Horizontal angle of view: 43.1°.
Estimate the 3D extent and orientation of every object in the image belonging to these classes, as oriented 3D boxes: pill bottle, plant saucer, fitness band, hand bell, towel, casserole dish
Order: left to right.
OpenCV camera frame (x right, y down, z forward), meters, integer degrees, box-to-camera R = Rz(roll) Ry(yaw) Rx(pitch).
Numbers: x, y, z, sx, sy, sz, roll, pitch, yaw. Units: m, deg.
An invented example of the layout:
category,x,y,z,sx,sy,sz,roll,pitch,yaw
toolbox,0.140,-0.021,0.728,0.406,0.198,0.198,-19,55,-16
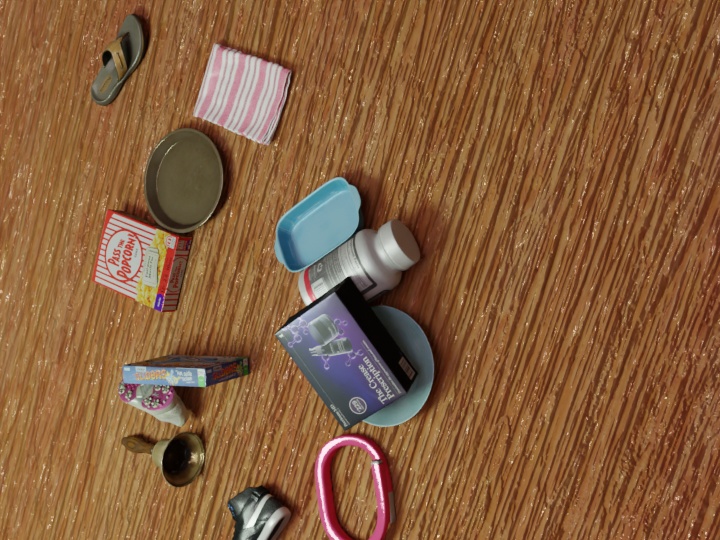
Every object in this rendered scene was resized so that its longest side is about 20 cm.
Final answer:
category,x,y,z,sx,sy,sz,roll,pitch,yaw
hand bell,-0.408,0.354,1.793,0.198,0.103,0.106,4,92,42
plant saucer,-0.339,-0.174,1.768,0.197,0.029,0.205,-2,87,29
towel,-0.226,-0.333,1.707,0.198,0.030,0.149,24,101,27
casserole dish,-0.068,-0.076,1.603,0.199,0.039,0.123,-34,61,26
fitness band,-0.012,0.388,1.585,0.141,0.037,0.204,-11,84,29
pill bottle,0.000,0.000,1.535,0.198,0.110,0.112,-33,75,25
plant saucer,0.042,0.162,1.553,0.198,0.038,0.206,0,90,30

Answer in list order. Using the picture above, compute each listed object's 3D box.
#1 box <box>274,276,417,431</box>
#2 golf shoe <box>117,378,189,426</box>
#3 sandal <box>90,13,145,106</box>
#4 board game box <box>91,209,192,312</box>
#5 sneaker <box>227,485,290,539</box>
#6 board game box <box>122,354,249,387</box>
category,x,y,z,sx,sy,sz,roll,pitch,yaw
box,-0.023,0.137,1.488,0.140,0.079,0.201,-34,96,27
golf shoe,-0.407,0.254,1.784,0.198,0.092,0.076,18,62,49
sandal,-0.500,-0.426,1.845,0.082,0.054,0.201,47,111,20
board game box,-0.438,-0.021,1.816,0.197,0.046,0.154,19,99,28
sneaker,-0.218,0.486,1.686,0.112,0.073,0.201,40,100,26
board game box,-0.326,0.187,1.703,0.197,0.135,0.035,-1,94,28
